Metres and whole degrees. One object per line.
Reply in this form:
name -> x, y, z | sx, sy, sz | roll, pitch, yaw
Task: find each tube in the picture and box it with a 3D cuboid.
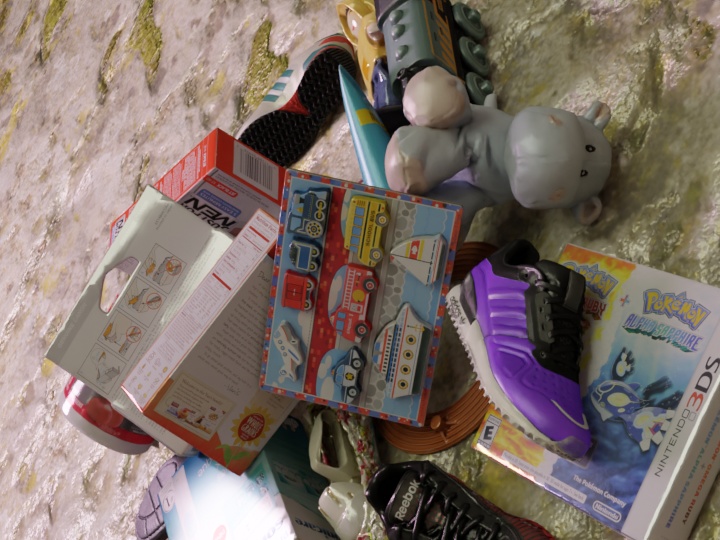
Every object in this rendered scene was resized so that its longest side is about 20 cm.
tube -> 0.021, -0.094, 1.118 | 0.050, 0.077, 0.203 | -22, 69, 8

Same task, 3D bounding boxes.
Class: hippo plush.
hippo plush -> 0.126, -0.076, 1.006 | 0.159, 0.199, 0.162 | 14, 95, 29

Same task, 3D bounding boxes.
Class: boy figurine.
boy figurine -> 0.016, -0.224, 1.259 | 0.063, 0.125, 0.203 | -10, 59, -2

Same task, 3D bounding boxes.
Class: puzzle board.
puzzle board -> -0.004, 0.027, 0.989 | 0.017, 0.148, 0.203 | -58, -21, -66

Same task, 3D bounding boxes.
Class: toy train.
toy train -> 0.070, -0.212, 1.174 | 0.085, 0.113, 0.202 | -35, 42, 33

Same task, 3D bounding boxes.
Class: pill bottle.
pill bottle -> -0.219, 0.079, 1.229 | 0.202, 0.110, 0.111 | -59, 34, 7

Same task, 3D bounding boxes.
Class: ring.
ring -> 0.070, 0.065, 1.065 | 0.199, 0.019, 0.203 | -33, 43, 36

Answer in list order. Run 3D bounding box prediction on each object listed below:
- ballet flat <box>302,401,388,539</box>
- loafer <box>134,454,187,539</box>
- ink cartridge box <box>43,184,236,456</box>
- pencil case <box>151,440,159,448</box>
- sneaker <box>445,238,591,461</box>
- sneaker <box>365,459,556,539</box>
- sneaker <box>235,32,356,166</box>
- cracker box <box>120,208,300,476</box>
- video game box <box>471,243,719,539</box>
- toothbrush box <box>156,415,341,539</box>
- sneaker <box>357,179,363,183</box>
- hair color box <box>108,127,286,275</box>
ballet flat -> -0.012, 0.187, 1.045 | 0.076, 0.063, 0.201 | -60, 31, 31
loafer -> -0.163, 0.211, 1.236 | 0.201, 0.062, 0.072 | -57, 37, 14
ink cartridge box -> -0.182, 0.047, 1.151 | 0.175, 0.045, 0.202 | 32, 89, 14
pencil case -> -0.182, 0.101, 1.313 | 0.201, 0.077, 0.090 | -55, 34, 10
sneaker -> 0.132, 0.045, 0.875 | 0.100, 0.069, 0.201 | -47, 37, 18
sneaker -> 0.073, 0.198, 0.900 | 0.199, 0.097, 0.072 | 23, 82, 54
sneaker -> -0.074, -0.202, 1.411 | 0.200, 0.070, 0.094 | -44, 20, 27
cracker box -> -0.098, 0.065, 1.056 | 0.201, 0.134, 0.058 | -51, 40, -3
video game box -> 0.189, 0.087, 0.871 | 0.199, 0.047, 0.184 | 21, 82, 56
toothbrush box -> -0.100, 0.240, 1.106 | 0.147, 0.085, 0.201 | -49, 37, 15
sneaker -> 0.000, 0.000, 1.163 | 0.074, 0.081, 0.203 | 20, 83, 26
hair color box -> -0.177, -0.056, 1.301 | 0.199, 0.110, 0.065 | -35, 41, 35
